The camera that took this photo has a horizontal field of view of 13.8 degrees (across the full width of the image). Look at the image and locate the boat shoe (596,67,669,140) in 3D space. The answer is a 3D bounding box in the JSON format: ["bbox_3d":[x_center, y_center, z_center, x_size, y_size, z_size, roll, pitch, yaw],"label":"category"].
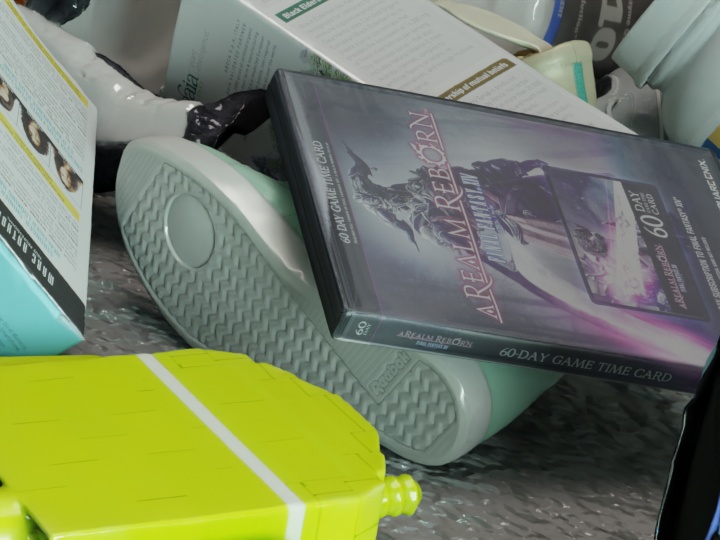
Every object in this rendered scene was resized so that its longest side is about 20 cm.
[{"bbox_3d":[0.115,-0.054,1.393,0.071,0.070,0.201,15,24,-6],"label":"boat shoe"}]

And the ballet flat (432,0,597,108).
[{"bbox_3d":[0.021,-0.096,1.370,0.200,0.070,0.069,11,18,30],"label":"ballet flat"}]

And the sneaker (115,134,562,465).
[{"bbox_3d":[0.000,0.000,1.187,0.200,0.074,0.118,34,36,27],"label":"sneaker"}]

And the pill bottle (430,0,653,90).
[{"bbox_3d":[0.086,-0.135,1.495,0.114,0.114,0.200,23,11,27],"label":"pill bottle"}]

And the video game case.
[{"bbox_3d":[0.069,-0.013,1.154,0.200,0.019,0.143,10,39,-23],"label":"video game case"}]

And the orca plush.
[{"bbox_3d":[-0.119,-0.070,1.314,0.200,0.105,0.071,1,-25,31],"label":"orca plush"}]

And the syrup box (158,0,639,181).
[{"bbox_3d":[0.014,-0.065,1.286,0.200,0.079,0.081,35,43,22],"label":"syrup box"}]

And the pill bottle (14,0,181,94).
[{"bbox_3d":[-0.170,-0.159,1.459,0.200,0.114,0.114,28,26,37],"label":"pill bottle"}]

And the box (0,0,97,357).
[{"bbox_3d":[-0.147,-0.039,1.164,0.049,0.082,0.200,-31,25,13],"label":"box"}]

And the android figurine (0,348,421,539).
[{"bbox_3d":[-0.075,0.072,1.015,0.200,0.041,0.182,-3,25,-33],"label":"android figurine"}]

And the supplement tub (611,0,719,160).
[{"bbox_3d":[0.225,-0.075,1.315,0.200,0.145,0.145,41,25,4],"label":"supplement tub"}]

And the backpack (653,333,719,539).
[{"bbox_3d":[0.175,0.063,0.943,0.134,0.200,0.183,20,22,22],"label":"backpack"}]
